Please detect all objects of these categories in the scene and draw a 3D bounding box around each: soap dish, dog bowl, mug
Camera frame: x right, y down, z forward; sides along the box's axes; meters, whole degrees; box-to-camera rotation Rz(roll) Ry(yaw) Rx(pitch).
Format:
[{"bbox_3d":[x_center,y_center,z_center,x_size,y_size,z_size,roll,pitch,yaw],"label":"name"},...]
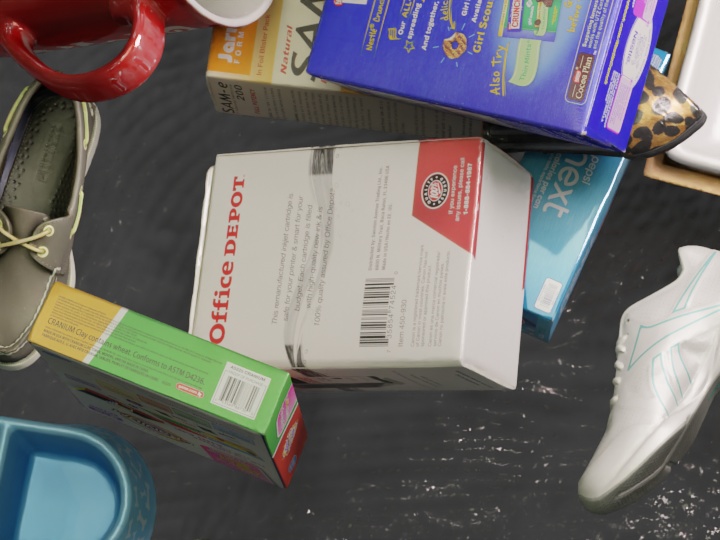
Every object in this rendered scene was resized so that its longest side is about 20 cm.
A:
[{"bbox_3d":[0.301,-0.107,1.408,0.199,0.081,0.158,15,77,5],"label":"soap dish"},{"bbox_3d":[-0.234,0.144,1.381,0.199,0.050,0.112,9,76,4],"label":"dog bowl"},{"bbox_3d":[-0.178,-0.198,1.374,0.200,0.178,0.134,-6,118,34],"label":"mug"}]

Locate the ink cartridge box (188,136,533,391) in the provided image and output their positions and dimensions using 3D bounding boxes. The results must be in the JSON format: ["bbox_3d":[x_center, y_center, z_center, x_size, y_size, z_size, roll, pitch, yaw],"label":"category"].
[{"bbox_3d":[0.000,0.000,1.353,0.199,0.083,0.147,-2,75,30],"label":"ink cartridge box"}]

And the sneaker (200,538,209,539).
[{"bbox_3d":[-0.158,0.250,1.340,0.090,0.078,0.200,28,77,16],"label":"sneaker"}]

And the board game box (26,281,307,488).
[{"bbox_3d":[-0.114,0.075,1.316,0.153,0.200,0.040,21,77,7],"label":"board game box"}]

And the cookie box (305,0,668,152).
[{"bbox_3d":[0.085,-0.178,1.312,0.200,0.075,0.172,16,90,29],"label":"cookie box"}]

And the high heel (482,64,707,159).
[{"bbox_3d":[0.160,-0.164,1.356,0.142,0.071,0.201,1,73,23],"label":"high heel"}]

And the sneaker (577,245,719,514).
[{"bbox_3d":[0.194,0.071,1.381,0.080,0.070,0.200,33,73,19],"label":"sneaker"}]

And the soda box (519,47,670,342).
[{"bbox_3d":[0.138,-0.059,1.408,0.064,0.068,0.200,24,78,9],"label":"soda box"}]

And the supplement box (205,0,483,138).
[{"bbox_3d":[0.003,-0.166,1.437,0.199,0.074,0.126,6,76,4],"label":"supplement box"}]

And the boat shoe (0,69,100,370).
[{"bbox_3d":[-0.222,-0.036,1.419,0.072,0.060,0.202,10,77,5],"label":"boat shoe"}]
